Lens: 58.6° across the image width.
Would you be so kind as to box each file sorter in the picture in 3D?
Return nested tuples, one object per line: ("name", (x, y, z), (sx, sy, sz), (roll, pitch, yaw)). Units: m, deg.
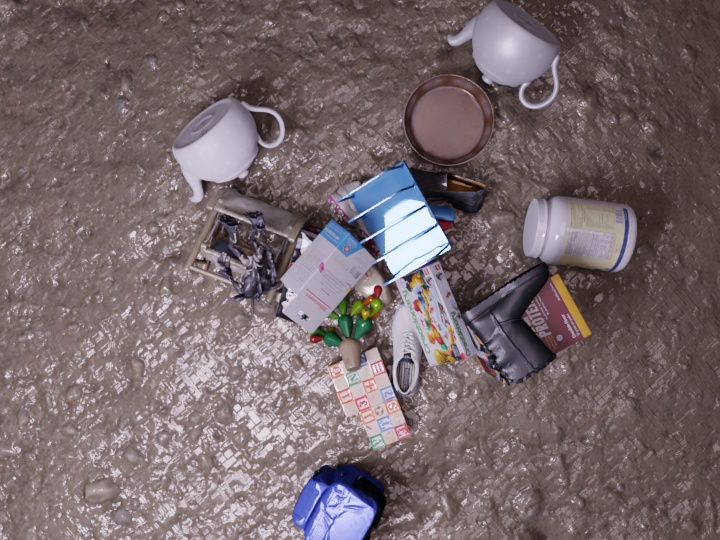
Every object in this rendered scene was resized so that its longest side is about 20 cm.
("file sorter", (0.064, -0.091, 1.263), (0.138, 0.123, 0.201), (-29, 91, 22))

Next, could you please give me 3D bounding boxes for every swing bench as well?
("swing bench", (-0.235, -0.058, 1.362), (0.198, 0.130, 0.201), (20, 89, 3))

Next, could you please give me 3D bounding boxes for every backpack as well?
("backpack", (-0.036, 0.476, 1.304), (0.167, 0.200, 0.163), (35, 93, 12))

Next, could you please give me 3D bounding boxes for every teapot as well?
("teapot", (0.312, -0.457, 1.352), (0.196, 0.201, 0.146), (13, 129, -27))
("teapot", (-0.286, -0.260, 1.364), (0.146, 0.199, 0.198), (50, 53, -32))

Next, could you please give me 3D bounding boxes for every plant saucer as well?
("plant saucer", (0.192, -0.328, 1.411), (0.199, 0.034, 0.202), (0, 88, 2))

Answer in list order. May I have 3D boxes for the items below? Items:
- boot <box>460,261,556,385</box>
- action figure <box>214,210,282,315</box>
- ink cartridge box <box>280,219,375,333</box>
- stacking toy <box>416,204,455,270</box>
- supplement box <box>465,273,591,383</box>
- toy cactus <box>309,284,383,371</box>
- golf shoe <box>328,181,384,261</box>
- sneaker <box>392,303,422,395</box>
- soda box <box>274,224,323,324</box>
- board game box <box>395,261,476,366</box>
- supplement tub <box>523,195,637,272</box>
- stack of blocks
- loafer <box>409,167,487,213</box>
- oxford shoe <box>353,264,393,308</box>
("boot", (0.297, 0.102, 1.172), (0.198, 0.073, 0.163), (-36, 84, 7))
("action figure", (-0.217, -0.019, 1.247), (0.118, 0.102, 0.201), (-16, 123, -22))
("ink cartridge box", (-0.077, 0.014, 1.281), (0.200, 0.115, 0.068), (-49, 48, -3))
("stacking toy", (0.133, -0.041, 1.379), (0.109, 0.116, 0.202), (7, 102, 0))
("supplement box", (0.323, 0.113, 1.308), (0.196, 0.200, 0.133), (-29, 88, 0))
("toy cactus", (-0.029, 0.125, 1.338), (0.199, 0.102, 0.166), (-22, 62, 21))
("golf shoe", (0.021, -0.107, 1.389), (0.091, 0.075, 0.200), (-42, 95, -15))
("sneaker", (0.104, 0.170, 1.374), (0.072, 0.071, 0.202), (-1, 86, 1))
("soda box", (-0.119, 0.009, 1.363), (0.063, 0.071, 0.201), (19, 103, 3))
("board game box", (0.153, 0.092, 1.319), (0.034, 0.126, 0.201), (-21, 87, -33))
("supplement tub", (0.454, -0.078, 1.340), (0.198, 0.145, 0.146), (7, 88, 2))
("stack of blocks", (0.018, 0.277, 1.378), (0.114, 0.059, 0.201), (-22, 88, 0))
("loafer", (0.176, -0.188, 1.378), (0.198, 0.072, 0.073), (13, 60, -2))
("oxford shoe", (0.000, 0.000, 1.382), (0.071, 0.074, 0.200), (-39, 88, -1))
